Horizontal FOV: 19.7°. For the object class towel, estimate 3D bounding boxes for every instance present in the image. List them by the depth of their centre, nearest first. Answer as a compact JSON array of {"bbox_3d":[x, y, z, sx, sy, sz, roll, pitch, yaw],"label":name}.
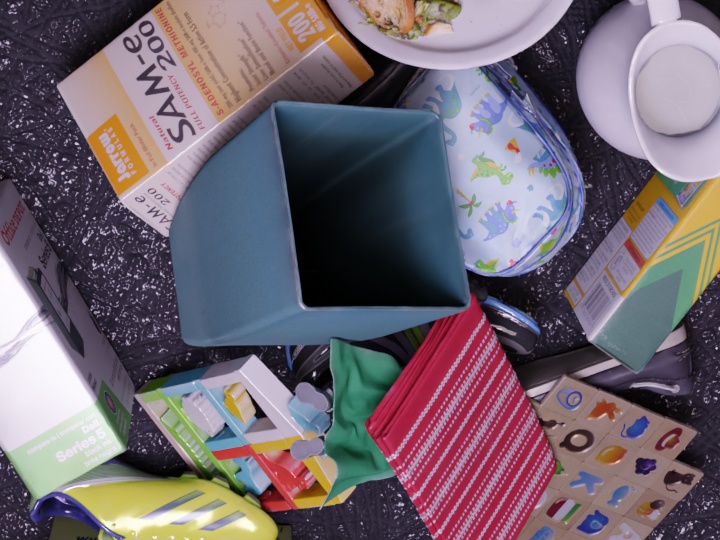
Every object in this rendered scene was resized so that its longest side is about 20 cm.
[{"bbox_3d":[0.078,0.130,1.529,0.145,0.022,0.201,-54,134,-30],"label":"towel"}]

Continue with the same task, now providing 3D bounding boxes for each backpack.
[{"bbox_3d":[0.076,-0.085,1.550,0.163,0.154,0.200,-44,114,4],"label":"backpack"}]

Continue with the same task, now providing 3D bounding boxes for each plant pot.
[{"bbox_3d":[-0.046,-0.015,1.451,0.140,0.200,0.143,1,73,-36],"label":"plant pot"}]

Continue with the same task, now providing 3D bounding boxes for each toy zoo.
[{"bbox_3d":[-0.083,0.127,1.577,0.020,0.199,0.132,-46,107,-31],"label":"toy zoo"}]

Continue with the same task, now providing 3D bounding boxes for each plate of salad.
[{"bbox_3d":[0.065,-0.240,1.496,0.198,0.048,0.202,-2,68,4],"label":"plate of salad"}]

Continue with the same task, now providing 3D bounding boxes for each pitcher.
[{"bbox_3d":[0.215,-0.160,1.493,0.120,0.200,0.173,-14,101,2],"label":"pitcher"}]

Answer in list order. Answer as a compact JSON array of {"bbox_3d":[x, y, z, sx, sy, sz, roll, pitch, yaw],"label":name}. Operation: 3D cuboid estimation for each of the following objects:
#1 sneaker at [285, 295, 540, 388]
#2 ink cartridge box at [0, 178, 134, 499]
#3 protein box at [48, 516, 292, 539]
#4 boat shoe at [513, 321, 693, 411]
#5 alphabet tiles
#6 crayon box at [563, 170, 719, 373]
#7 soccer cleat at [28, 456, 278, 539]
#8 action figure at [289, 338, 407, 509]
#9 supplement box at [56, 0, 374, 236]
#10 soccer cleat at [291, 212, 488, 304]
[{"bbox_3d":[0.041,0.063,1.603,0.198,0.071,0.083,-6,70,4],"label":"sneaker"},{"bbox_3d":[-0.255,0.048,1.556,0.084,0.146,0.201,-28,106,5],"label":"ink cartridge box"},{"bbox_3d":[-0.151,0.293,1.602,0.197,0.200,0.136,3,106,-4],"label":"protein box"},{"bbox_3d":[0.170,0.100,1.632,0.198,0.073,0.063,-20,103,-2],"label":"boat shoe"},{"bbox_3d":[0.167,0.162,1.642,0.199,0.006,0.167,23,120,-25],"label":"alphabet tiles"},{"bbox_3d":[0.241,-0.031,1.570,0.051,0.126,0.201,34,102,-12],"label":"crayon box"},{"bbox_3d":[-0.164,0.193,1.616,0.198,0.084,0.065,16,145,8],"label":"soccer cleat"},{"bbox_3d":[0.027,0.109,1.523,0.054,0.199,0.119,10,94,38],"label":"action figure"},{"bbox_3d":[-0.108,-0.140,1.516,0.200,0.126,0.074,-38,148,7],"label":"supplement box"},{"bbox_3d":[0.000,0.000,1.578,0.199,0.068,0.074,22,100,11],"label":"soccer cleat"}]
